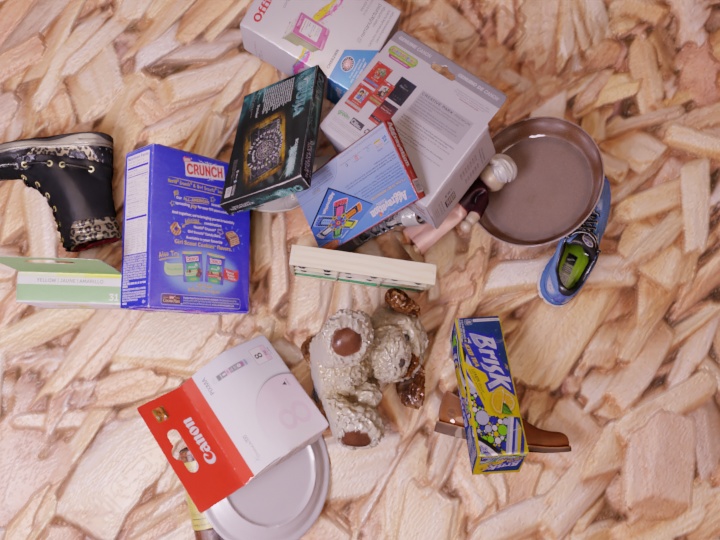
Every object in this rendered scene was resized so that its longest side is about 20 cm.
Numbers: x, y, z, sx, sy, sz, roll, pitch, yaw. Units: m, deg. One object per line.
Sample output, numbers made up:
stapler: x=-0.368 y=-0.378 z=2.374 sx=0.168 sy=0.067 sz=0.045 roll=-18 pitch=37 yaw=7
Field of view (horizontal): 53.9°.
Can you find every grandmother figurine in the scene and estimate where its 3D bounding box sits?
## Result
grandmother figurine: x=0.139 y=-0.095 z=1.016 sx=0.198 sy=0.061 sz=0.122 roll=-38 pitch=51 yaw=5

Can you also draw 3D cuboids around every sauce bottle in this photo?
sauce bottle: x=-0.198 y=0.338 z=0.962 sx=0.064 sy=0.066 sz=0.206 roll=-13 pitch=86 yaw=-5

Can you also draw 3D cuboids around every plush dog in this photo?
plush dog: x=0.016 y=0.117 z=0.980 sx=0.167 sy=0.160 sz=0.206 roll=-14 pitch=112 yaw=-19

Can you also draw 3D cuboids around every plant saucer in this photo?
plant saucer: x=0.251 y=-0.124 z=1.021 sx=0.195 sy=0.032 sz=0.206 roll=-10 pitch=66 yaw=22

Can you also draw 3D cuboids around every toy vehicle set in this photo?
toy vehicle set: x=0.000 y=0.000 z=0.982 sx=0.194 sy=0.124 sz=0.027 roll=8 pitch=82 yaw=-2

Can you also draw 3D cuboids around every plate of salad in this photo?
plate of salad: x=-0.132 y=0.274 z=0.963 sx=0.195 sy=0.048 sz=0.206 roll=11 pitch=68 yaw=-29

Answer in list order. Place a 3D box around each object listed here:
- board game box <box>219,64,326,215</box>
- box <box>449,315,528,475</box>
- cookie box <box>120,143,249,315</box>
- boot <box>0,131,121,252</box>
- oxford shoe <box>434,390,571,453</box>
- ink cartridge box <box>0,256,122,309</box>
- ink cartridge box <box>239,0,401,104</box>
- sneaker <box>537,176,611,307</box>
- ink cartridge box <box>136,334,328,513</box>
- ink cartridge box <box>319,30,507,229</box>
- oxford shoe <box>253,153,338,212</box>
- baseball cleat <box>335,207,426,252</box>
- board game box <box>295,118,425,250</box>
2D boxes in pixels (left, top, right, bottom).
board game box: x=-0.116 y=-0.178 z=0.958 sx=0.132 sy=0.028 sz=0.205 roll=-14 pitch=53 yaw=27
box: x=0.170 y=0.165 z=0.959 sx=0.068 sy=0.065 sz=0.204 roll=-2 pitch=55 yaw=-3
cookie box: x=-0.230 y=-0.048 z=0.951 sx=0.074 sy=0.169 sz=0.207 roll=-5 pitch=81 yaw=38
boot: x=-0.438 y=-0.103 z=0.995 sx=0.197 sy=0.073 sz=0.159 roll=-11 pitch=86 yaw=-5
oxford shoe: x=0.206 y=0.214 z=0.998 sx=0.194 sy=0.071 sz=0.073 roll=14 pitch=77 yaw=0
ink cartridge box: x=-0.376 y=0.020 z=0.919 sx=0.141 sy=0.200 sz=0.050 roll=1 pitch=83 yaw=-2
ink cartridge box: x=-0.059 y=-0.353 z=1.040 sx=0.197 sy=0.085 sz=0.147 roll=30 pitch=83 yaw=2
sneaker: x=0.323 y=-0.046 z=1.023 sx=0.077 sy=0.089 sz=0.205 roll=20 pitch=83 yaw=-2
ink cartridge box: x=-0.160 y=0.188 z=0.917 sx=0.198 sy=0.058 sz=0.163 roll=-20 pitch=63 yaw=-46
ink cartridge box: x=0.076 y=-0.192 z=0.946 sx=0.199 sy=0.084 sz=0.177 roll=39 pitch=88 yaw=24
oxford shoe: x=-0.082 y=-0.131 z=1.027 sx=0.194 sy=0.058 sz=0.078 roll=-8 pitch=85 yaw=-3
baseball cleat: x=0.029 y=-0.077 z=0.997 sx=0.200 sy=0.070 sz=0.107 roll=-47 pitch=50 yaw=3
board game box: x=-0.008 y=-0.103 z=0.924 sx=0.019 sy=0.198 sz=0.105 roll=-22 pitch=87 yaw=-45
